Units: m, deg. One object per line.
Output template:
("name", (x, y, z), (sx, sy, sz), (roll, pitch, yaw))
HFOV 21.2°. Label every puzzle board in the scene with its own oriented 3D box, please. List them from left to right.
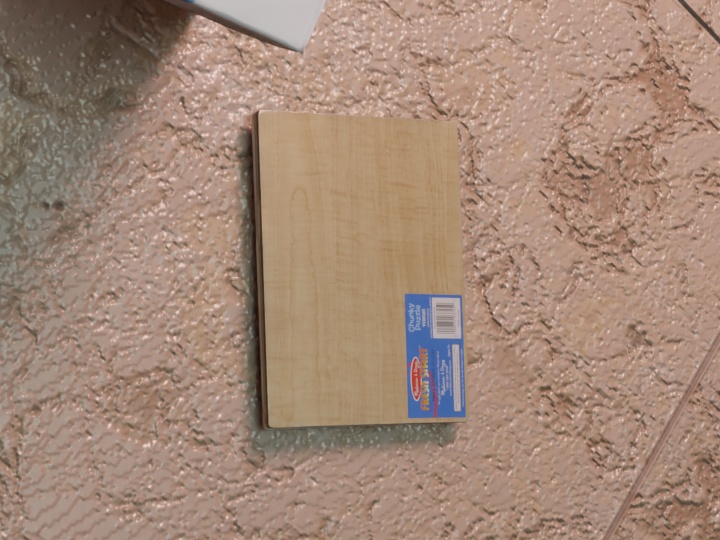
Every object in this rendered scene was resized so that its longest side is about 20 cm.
("puzzle board", (0.000, 0.000, 1.241), (0.150, 0.017, 0.201), (1, 84, -31))

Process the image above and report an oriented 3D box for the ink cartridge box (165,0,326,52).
("ink cartridge box", (-0.098, -0.228, 1.089), (0.146, 0.200, 0.147), (22, 94, -25))
